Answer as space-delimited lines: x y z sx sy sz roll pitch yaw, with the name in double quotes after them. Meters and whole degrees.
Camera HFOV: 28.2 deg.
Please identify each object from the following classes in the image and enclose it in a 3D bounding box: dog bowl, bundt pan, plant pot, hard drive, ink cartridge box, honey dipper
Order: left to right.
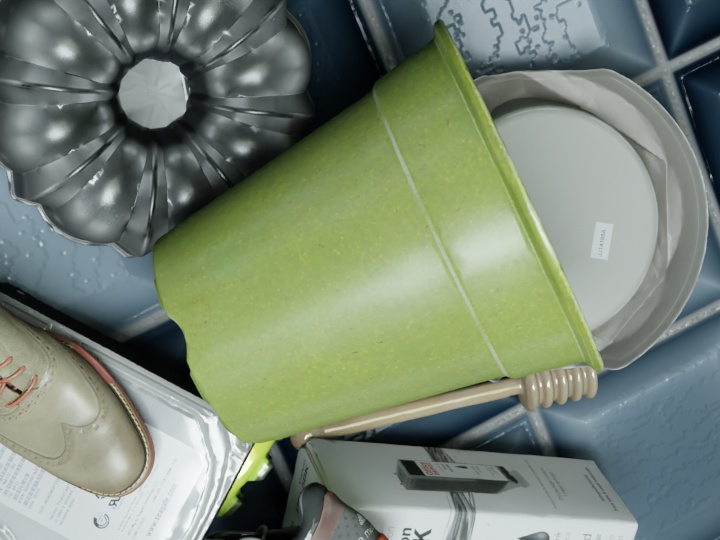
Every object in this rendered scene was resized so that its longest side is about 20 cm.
-0.174 0.102 0.823 0.200 0.038 0.140 29 94 0 "hard drive"
-0.114 -0.099 0.808 0.202 0.076 0.202 -3 102 -16 "bundt pan"
0.000 0.000 0.755 0.190 0.200 0.200 -25 108 5 "plant pot"
0.052 0.084 0.915 0.200 0.038 0.038 -11 105 -11 "honey dipper"
0.053 0.193 0.903 0.200 0.083 0.147 6 111 -17 "ink cartridge box"
0.109 -0.029 0.883 0.200 0.059 0.200 -1 97 -10 "dog bowl"

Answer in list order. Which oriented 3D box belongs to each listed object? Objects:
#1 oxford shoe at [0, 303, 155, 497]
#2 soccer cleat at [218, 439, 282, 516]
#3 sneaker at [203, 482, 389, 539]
-0.197 0.054 0.764 0.200 0.075 0.070 39 94 -1 "oxford shoe"
-0.069 0.059 0.867 0.084 0.065 0.200 26 94 -4 "soccer cleat"
-0.069 0.188 0.816 0.200 0.077 0.082 -40 88 18 "sneaker"
